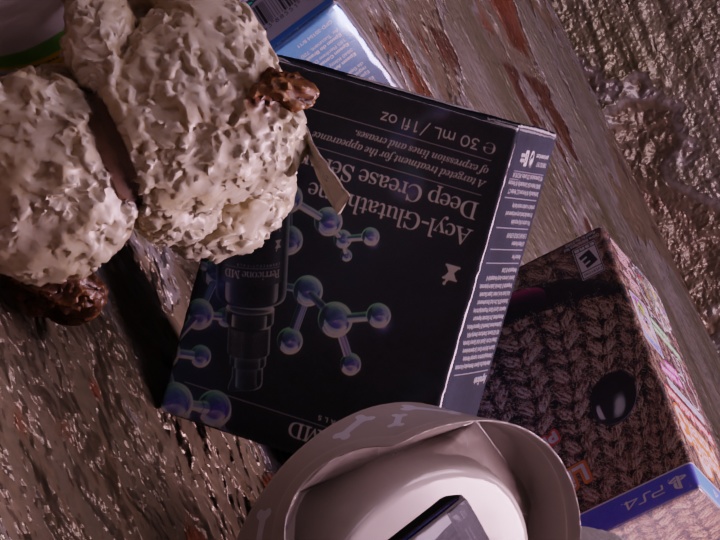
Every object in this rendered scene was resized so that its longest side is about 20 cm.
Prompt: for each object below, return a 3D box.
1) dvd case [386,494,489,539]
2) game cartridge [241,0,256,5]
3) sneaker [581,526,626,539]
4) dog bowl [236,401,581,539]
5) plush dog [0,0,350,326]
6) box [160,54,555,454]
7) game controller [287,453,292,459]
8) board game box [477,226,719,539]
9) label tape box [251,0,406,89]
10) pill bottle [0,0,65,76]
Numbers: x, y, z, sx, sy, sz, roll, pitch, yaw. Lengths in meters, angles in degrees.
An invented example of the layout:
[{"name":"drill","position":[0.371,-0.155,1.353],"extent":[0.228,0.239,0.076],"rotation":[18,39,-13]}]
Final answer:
[{"name":"dvd case","position":[0.009,0.219,1.345],"extent":[0.025,0.200,0.150],"rotation":[-11,-70,59]},{"name":"game cartridge","position":[-0.102,-0.190,1.646],"extent":[0.038,0.200,0.130],"rotation":[0,59,-47]},{"name":"sneaker","position":[0.066,0.181,1.683],"extent":[0.077,0.200,0.082],"rotation":[-49,150,-55]},{"name":"dog bowl","position":[0.017,0.156,1.459],"extent":[0.059,0.200,0.200],"rotation":[29,-16,45]},{"name":"plush dog","position":[-0.118,-0.059,1.392],"extent":[0.160,0.172,0.200],"rotation":[35,-29,63]},{"name":"box","position":[0.000,0.000,1.562],"extent":[0.107,0.148,0.200],"rotation":[-2,108,-75]},{"name":"game controller","position":[0.021,0.046,1.748],"extent":[0.042,0.104,0.200],"rotation":[44,38,-7]},{"name":"board game box","position":[0.127,0.104,1.820],"extent":[0.097,0.159,0.200],"rotation":[44,23,-52]},{"name":"label tape box","position":[-0.036,-0.074,1.763],"extent":[0.200,0.144,0.063],"rotation":[51,4,-44]},{"name":"pill bottle","position":[-0.129,-0.110,1.557],"extent":[0.200,0.111,0.111],"rotation":[49,19,-47]}]
